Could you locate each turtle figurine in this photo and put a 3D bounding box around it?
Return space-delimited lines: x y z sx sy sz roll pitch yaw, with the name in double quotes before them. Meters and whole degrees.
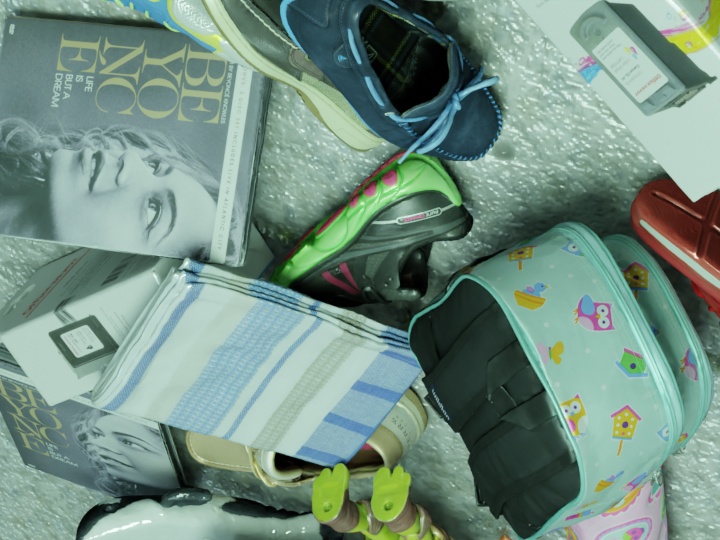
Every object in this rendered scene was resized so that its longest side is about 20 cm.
"turtle figurine" 0.032 0.191 1.607 0.200 0.065 0.161 12 161 42

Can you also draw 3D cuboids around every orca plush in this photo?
"orca plush" -0.115 0.176 1.685 0.199 0.071 0.105 -13 132 -7

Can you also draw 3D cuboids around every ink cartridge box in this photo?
"ink cartridge box" -0.170 0.024 1.592 0.200 0.116 0.067 -21 111 38
"ink cartridge box" 0.169 -0.164 1.253 0.200 0.148 0.086 45 133 -13

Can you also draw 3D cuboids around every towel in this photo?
"towel" -0.065 0.068 1.508 0.200 0.024 0.147 18 130 -25

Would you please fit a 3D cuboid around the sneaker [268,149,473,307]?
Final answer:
"sneaker" 0.000 0.000 1.517 0.084 0.077 0.200 44 133 -6

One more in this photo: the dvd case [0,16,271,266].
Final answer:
"dvd case" -0.158 -0.087 1.499 0.199 0.016 0.149 7 87 21

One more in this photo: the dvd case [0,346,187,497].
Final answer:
"dvd case" -0.205 0.126 1.711 0.148 0.016 0.200 18 153 13

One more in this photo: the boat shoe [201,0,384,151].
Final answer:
"boat shoe" -0.026 -0.146 1.393 0.066 0.072 0.201 -24 139 24

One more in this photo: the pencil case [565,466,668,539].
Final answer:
"pencil case" 0.180 0.187 1.571 0.087 0.087 0.200 6 127 23

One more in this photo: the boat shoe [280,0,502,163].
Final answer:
"boat shoe" 0.028 -0.111 1.359 0.069 0.084 0.200 26 180 43

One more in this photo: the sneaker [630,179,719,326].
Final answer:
"sneaker" 0.236 0.035 1.426 0.200 0.078 0.116 35 132 -1

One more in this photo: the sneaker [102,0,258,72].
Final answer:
"sneaker" -0.134 -0.197 1.445 0.200 0.076 0.105 46 150 -12

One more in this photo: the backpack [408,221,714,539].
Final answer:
"backpack" 0.128 0.063 1.402 0.200 0.153 0.176 103 143 -76

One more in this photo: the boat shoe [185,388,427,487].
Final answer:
"boat shoe" -0.051 0.122 1.643 0.200 0.069 0.074 -9 121 32

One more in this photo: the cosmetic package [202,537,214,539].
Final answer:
"cosmetic package" -0.026 0.267 1.597 0.199 0.113 0.081 13 172 20
